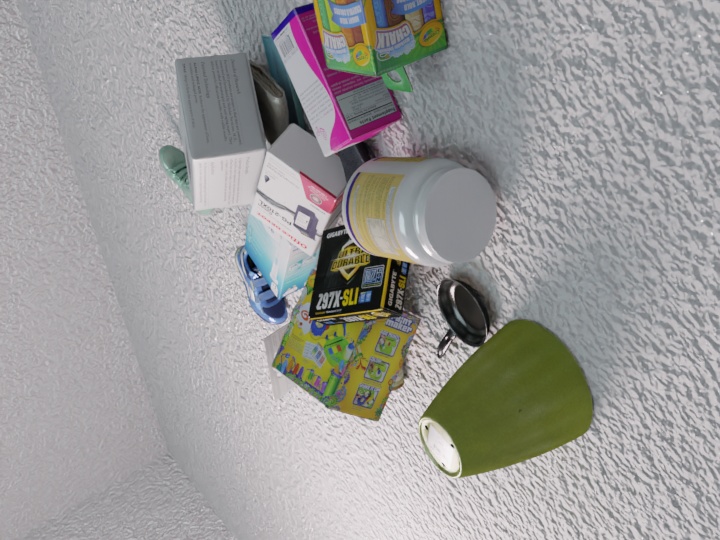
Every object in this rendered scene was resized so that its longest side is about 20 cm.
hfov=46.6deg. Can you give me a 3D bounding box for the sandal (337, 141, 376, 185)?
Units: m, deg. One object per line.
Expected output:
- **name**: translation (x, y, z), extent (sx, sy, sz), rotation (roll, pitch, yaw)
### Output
- **sandal**: translation (0.002, -0.175, 1.339), extent (0.076, 0.043, 0.203), rotation (-3, 112, 53)

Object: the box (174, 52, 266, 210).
- **box**: translation (-0.251, -0.244, 1.496), extent (0.199, 0.129, 0.203), rotation (114, 145, -66)

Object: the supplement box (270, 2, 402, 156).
- **supplement box**: translation (-0.036, -0.288, 1.242), extent (0.101, 0.102, 0.202), rotation (-15, 99, 63)

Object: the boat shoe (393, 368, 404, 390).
- **boat shoe**: translation (0.008, 0.154, 1.595), extent (0.199, 0.073, 0.063), rotation (28, 132, 35)

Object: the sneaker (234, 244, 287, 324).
- **sneaker**: translation (-0.222, 0.029, 1.896), extent (0.202, 0.073, 0.082), rotation (62, 151, 2)

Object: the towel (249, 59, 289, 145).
- **towel**: translation (-0.171, -0.297, 1.527), extent (0.200, 0.034, 0.134), rotation (51, 156, 45)

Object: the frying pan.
- **frying pan**: translation (0.161, 0.091, 1.294), extent (0.115, 0.031, 0.192), rotation (39, 148, 41)

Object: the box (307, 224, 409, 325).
- **box**: translation (0.000, 0.000, 1.352), extent (0.199, 0.049, 0.162), rotation (-10, 67, 51)

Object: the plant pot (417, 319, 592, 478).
- **plant pot**: translation (0.184, 0.197, 1.156), extent (0.187, 0.198, 0.189), rotation (41, 146, 36)

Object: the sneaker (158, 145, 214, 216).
- **sneaker**: translation (-0.408, -0.233, 1.998), extent (0.201, 0.073, 0.118), rotation (52, 159, 2)

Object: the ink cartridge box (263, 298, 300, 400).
- **ink cartridge box**: translation (-0.114, 0.136, 1.647), extent (0.057, 0.199, 0.164), rotation (33, 140, 42)

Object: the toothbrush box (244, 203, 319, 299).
- **toothbrush box**: translation (-0.156, -0.063, 1.678), extent (0.147, 0.085, 0.201), rotation (53, 152, 22)

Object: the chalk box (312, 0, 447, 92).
- **chalk box**: translation (0.023, -0.325, 1.076), extent (0.124, 0.123, 0.203), rotation (24, 133, 53)

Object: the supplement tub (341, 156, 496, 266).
- **supplement tub**: translation (0.079, -0.083, 1.163), extent (0.199, 0.144, 0.147), rotation (14, 126, 57)

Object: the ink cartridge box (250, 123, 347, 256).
- **ink cartridge box**: translation (-0.101, -0.136, 1.463), extent (0.144, 0.085, 0.200), rotation (35, 149, 4)

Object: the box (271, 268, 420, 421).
- **box**: translation (-0.029, 0.127, 1.468), extent (0.199, 0.121, 0.195), rotation (26, 93, 52)

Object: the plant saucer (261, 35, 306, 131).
- **plant saucer**: translation (-0.131, -0.316, 1.484), extent (0.070, 0.019, 0.202), rotation (27, 136, 51)
